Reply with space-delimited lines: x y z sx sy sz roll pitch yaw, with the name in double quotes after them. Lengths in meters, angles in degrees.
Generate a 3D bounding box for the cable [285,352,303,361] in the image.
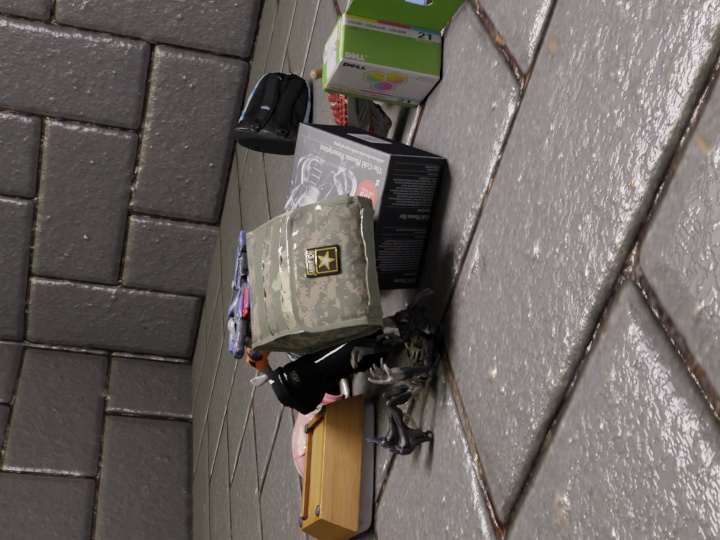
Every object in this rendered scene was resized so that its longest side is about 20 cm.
-0.074 0.071 1.695 0.163 0.200 0.051 -45 -20 -5 "cable"

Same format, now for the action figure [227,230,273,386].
-0.135 0.048 1.472 0.194 0.104 0.202 113 161 -62 "action figure"

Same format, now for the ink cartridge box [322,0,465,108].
0.042 -0.305 1.413 0.200 0.147 0.076 138 138 -69 "ink cartridge box"

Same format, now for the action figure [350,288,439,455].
0.045 0.121 1.286 0.119 0.101 0.202 -164 79 -77 "action figure"

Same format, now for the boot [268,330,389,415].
-0.033 0.139 1.516 0.077 0.167 0.200 64 -175 12 "boot"

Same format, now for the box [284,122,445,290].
-0.003 -0.090 1.418 0.199 0.104 0.184 25 111 46 "box"

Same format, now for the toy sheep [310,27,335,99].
0.000 -0.327 1.627 0.200 0.137 0.139 -48 35 46 "toy sheep"

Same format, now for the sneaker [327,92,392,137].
0.001 -0.238 1.579 0.078 0.082 0.201 -126 20 -49 "sneaker"

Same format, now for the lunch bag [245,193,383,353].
-0.052 0.008 1.303 0.199 0.117 0.166 -22 67 49 "lunch bag"

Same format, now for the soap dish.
-0.036 0.298 1.554 0.157 0.081 0.202 128 148 -64 "soap dish"

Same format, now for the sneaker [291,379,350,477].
-0.065 0.243 1.702 0.105 0.075 0.202 135 144 -76 "sneaker"

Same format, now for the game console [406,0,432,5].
0.053 -0.446 1.506 0.200 0.118 0.174 -109 30 -61 "game console"

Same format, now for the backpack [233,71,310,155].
-0.186 -0.356 2.349 0.154 0.162 0.202 94 -175 -68 "backpack"
